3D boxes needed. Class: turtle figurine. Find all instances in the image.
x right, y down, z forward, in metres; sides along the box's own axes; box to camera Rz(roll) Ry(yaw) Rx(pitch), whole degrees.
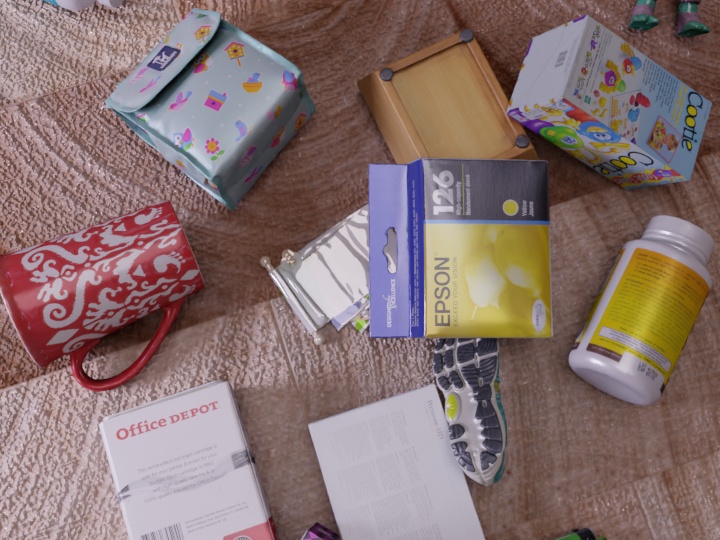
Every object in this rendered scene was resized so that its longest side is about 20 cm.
[{"bbox_3d":[0.395,-0.399,1.148,0.148,0.101,0.202,7,93,15],"label":"turtle figurine"}]

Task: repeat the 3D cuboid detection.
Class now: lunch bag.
[{"bbox_3d":[-0.181,-0.202,1.080,0.200,0.122,0.171,38,82,15],"label":"lunch bag"}]

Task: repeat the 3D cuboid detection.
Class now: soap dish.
[{"bbox_3d":[0.107,-0.179,1.100,0.156,0.081,0.201,-25,79,-6],"label":"soap dish"}]

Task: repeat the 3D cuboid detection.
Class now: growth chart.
[{"bbox_3d":[0.000,0.000,1.091,0.199,0.018,0.145,-29,81,-7],"label":"growth chart"}]

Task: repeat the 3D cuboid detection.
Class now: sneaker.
[{"bbox_3d":[0.128,0.143,1.037,0.077,0.080,0.201,-10,59,18],"label":"sneaker"}]

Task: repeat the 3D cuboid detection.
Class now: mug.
[{"bbox_3d":[-0.281,0.023,1.044,0.199,0.178,0.134,-24,43,-11],"label":"mug"}]

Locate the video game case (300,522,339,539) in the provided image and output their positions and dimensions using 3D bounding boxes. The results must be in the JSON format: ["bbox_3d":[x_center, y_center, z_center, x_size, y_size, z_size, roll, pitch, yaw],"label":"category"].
[{"bbox_3d":[-0.081,0.343,0.922,0.036,0.200,0.182,30,79,7],"label":"video game case"}]

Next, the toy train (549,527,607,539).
[{"bbox_3d":[0.186,0.319,0.984,0.199,0.042,0.056,-9,37,-27],"label":"toy train"}]

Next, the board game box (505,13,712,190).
[{"bbox_3d":[0.285,-0.185,1.056,0.199,0.103,0.106,26,76,-24],"label":"board game box"}]

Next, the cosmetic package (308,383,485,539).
[{"bbox_3d":[0.041,0.244,1.022,0.150,0.052,0.201,-17,79,-3],"label":"cosmetic package"}]

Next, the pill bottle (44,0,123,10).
[{"bbox_3d":[-0.380,-0.384,1.117,0.199,0.111,0.112,21,78,2],"label":"pill bottle"}]

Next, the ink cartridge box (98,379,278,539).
[{"bbox_3d":[-0.181,0.237,1.001,0.146,0.083,0.201,-17,79,-6],"label":"ink cartridge box"}]

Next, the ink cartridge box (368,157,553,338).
[{"bbox_3d":[0.110,-0.024,1.016,0.198,0.047,0.199,0,86,-8],"label":"ink cartridge box"}]

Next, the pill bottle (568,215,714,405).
[{"bbox_3d":[0.323,0.042,1.044,0.109,0.109,0.201,28,79,5],"label":"pill bottle"}]
